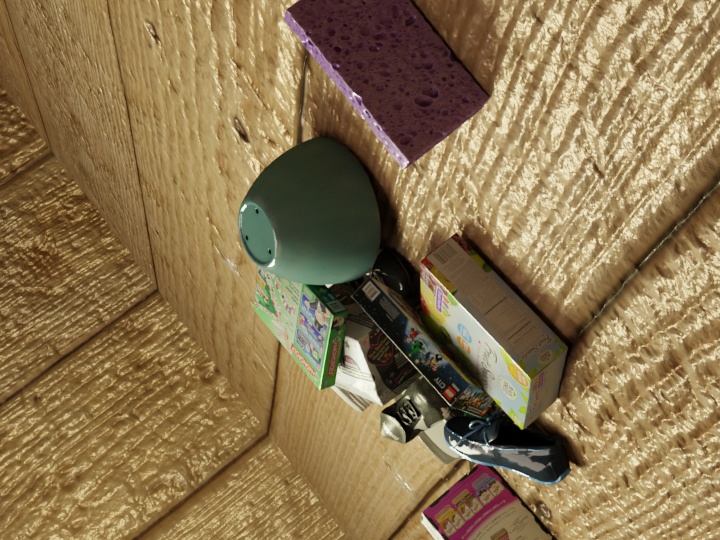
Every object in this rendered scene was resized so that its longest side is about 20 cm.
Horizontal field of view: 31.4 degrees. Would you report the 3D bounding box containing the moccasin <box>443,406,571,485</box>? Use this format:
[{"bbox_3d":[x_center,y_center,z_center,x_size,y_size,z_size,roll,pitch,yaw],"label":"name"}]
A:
[{"bbox_3d":[0.199,0.224,1.733,0.198,0.080,0.069,11,126,35],"label":"moccasin"}]

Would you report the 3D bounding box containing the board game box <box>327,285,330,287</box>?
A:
[{"bbox_3d":[-0.013,0.075,2.103,0.135,0.034,0.201,45,162,29],"label":"board game box"}]

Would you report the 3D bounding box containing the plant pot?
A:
[{"bbox_3d":[-0.086,-0.067,1.719,0.199,0.133,0.203,29,127,46],"label":"plant pot"}]

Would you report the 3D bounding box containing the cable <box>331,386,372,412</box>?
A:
[{"bbox_3d":[-0.047,0.161,2.240,0.200,0.069,0.200,44,177,21],"label":"cable"}]

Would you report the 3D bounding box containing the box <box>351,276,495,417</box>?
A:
[{"bbox_3d":[0.085,0.101,1.664,0.200,0.038,0.136,47,-173,24],"label":"box"}]

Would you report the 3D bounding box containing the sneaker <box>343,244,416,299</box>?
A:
[{"bbox_3d":[0.000,0.000,1.824,0.199,0.088,0.075,36,155,43],"label":"sneaker"}]

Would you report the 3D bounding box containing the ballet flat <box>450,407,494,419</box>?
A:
[{"bbox_3d":[0.146,0.184,1.832,0.201,0.067,0.075,58,175,-24],"label":"ballet flat"}]

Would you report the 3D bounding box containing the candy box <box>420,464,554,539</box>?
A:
[{"bbox_3d":[0.207,0.418,1.995,0.200,0.136,0.061,48,165,21],"label":"candy box"}]

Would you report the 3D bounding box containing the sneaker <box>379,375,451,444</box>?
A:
[{"bbox_3d":[0.070,0.202,1.778,0.067,0.090,0.200,53,167,9],"label":"sneaker"}]

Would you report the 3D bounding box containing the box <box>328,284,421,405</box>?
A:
[{"bbox_3d":[0.005,0.096,1.866,0.199,0.131,0.116,15,132,56],"label":"box"}]

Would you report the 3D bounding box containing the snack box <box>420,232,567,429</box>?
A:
[{"bbox_3d":[0.158,0.077,1.561,0.200,0.067,0.169,46,164,23],"label":"snack box"}]

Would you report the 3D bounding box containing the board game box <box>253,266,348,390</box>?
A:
[{"bbox_3d":[-0.089,0.056,1.836,0.200,0.029,0.136,46,139,39],"label":"board game box"}]

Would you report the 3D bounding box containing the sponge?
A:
[{"bbox_3d":[0.025,-0.212,1.275,0.201,0.111,0.030,52,165,6],"label":"sponge"}]

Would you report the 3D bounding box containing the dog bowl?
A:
[{"bbox_3d":[0.123,0.217,1.965,0.200,0.058,0.201,49,163,21],"label":"dog bowl"}]
